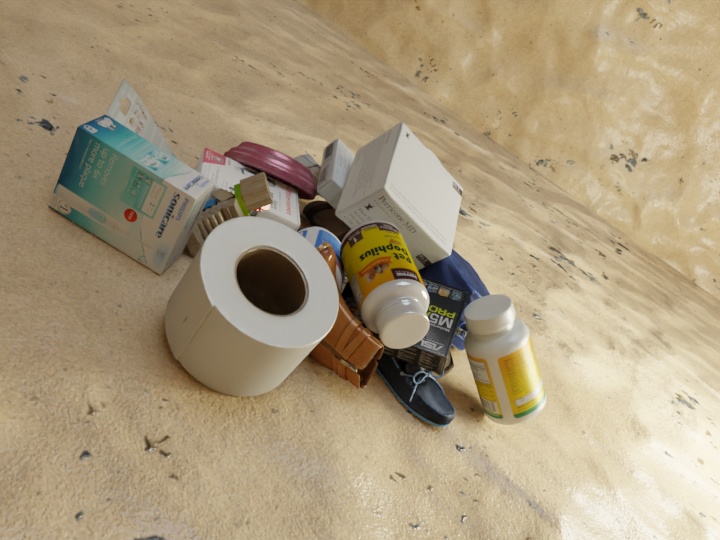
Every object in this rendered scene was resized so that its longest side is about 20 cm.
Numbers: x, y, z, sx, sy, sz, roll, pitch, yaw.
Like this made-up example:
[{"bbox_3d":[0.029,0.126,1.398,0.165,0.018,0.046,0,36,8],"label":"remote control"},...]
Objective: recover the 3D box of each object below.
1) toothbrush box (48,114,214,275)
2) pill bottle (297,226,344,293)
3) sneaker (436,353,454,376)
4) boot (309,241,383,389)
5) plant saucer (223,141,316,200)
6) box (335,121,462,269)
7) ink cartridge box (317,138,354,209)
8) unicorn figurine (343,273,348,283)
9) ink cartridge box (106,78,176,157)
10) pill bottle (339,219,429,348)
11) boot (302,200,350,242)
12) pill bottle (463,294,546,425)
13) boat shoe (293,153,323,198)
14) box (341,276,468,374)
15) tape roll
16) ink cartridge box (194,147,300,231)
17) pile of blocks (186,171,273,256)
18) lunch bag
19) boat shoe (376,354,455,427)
[{"bbox_3d":[-0.343,-0.114,1.104,0.199,0.147,0.085,32,26,-4],"label":"toothbrush box"},{"bbox_3d":[-0.081,-0.009,1.250,0.111,0.113,0.200,29,17,-8],"label":"pill bottle"},{"bbox_3d":[0.095,0.120,1.309,0.088,0.075,0.200,52,-1,-39],"label":"sneaker"},{"bbox_3d":[-0.027,0.069,1.086,0.154,0.202,0.073,37,47,28],"label":"boot"},{"bbox_3d":[-0.174,-0.202,1.459,0.199,0.051,0.201,22,-4,2],"label":"plant saucer"},{"bbox_3d":[0.080,-0.135,1.411,0.199,0.130,0.201,42,43,-26],"label":"box"},{"bbox_3d":[-0.003,-0.153,1.508,0.200,0.047,0.161,45,28,-28],"label":"ink cartridge box"},{"bbox_3d":[0.000,0.000,1.396,0.137,0.074,0.201,24,27,-37],"label":"unicorn figurine"},{"bbox_3d":[-0.365,-0.198,1.221,0.161,0.047,0.201,-100,164,-57],"label":"ink cartridge box"},{"bbox_3d":[0.040,0.022,1.142,0.108,0.110,0.201,15,36,-32],"label":"pill bottle"},{"bbox_3d":[-0.061,-0.089,1.495,0.146,0.071,0.199,37,24,23],"label":"boot"},{"bbox_3d":[0.239,0.148,1.241,0.113,0.111,0.202,-71,144,-64],"label":"pill bottle"},{"bbox_3d":[-0.124,-0.203,1.594,0.085,0.075,0.202,-14,32,-19],"label":"boat shoe"},{"bbox_3d":[0.064,0.069,1.209,0.198,0.045,0.161,19,43,10],"label":"box"},{"bbox_3d":[-0.147,0.049,0.990,0.201,0.139,0.204,20,47,-23],"label":"tape roll"},{"bbox_3d":[-0.215,-0.125,1.346,0.198,0.085,0.146,25,26,-21],"label":"ink cartridge box"},{"bbox_3d":[-0.228,-0.088,1.228,0.199,0.063,0.082,-34,38,-18],"label":"pile of blocks"},{"bbox_3d":[0.171,0.059,1.419,0.135,0.132,0.201,35,19,-36],"label":"lunch bag"},{"bbox_3d":[0.079,0.166,1.188,0.200,0.069,0.084,42,27,19],"label":"boat shoe"}]
